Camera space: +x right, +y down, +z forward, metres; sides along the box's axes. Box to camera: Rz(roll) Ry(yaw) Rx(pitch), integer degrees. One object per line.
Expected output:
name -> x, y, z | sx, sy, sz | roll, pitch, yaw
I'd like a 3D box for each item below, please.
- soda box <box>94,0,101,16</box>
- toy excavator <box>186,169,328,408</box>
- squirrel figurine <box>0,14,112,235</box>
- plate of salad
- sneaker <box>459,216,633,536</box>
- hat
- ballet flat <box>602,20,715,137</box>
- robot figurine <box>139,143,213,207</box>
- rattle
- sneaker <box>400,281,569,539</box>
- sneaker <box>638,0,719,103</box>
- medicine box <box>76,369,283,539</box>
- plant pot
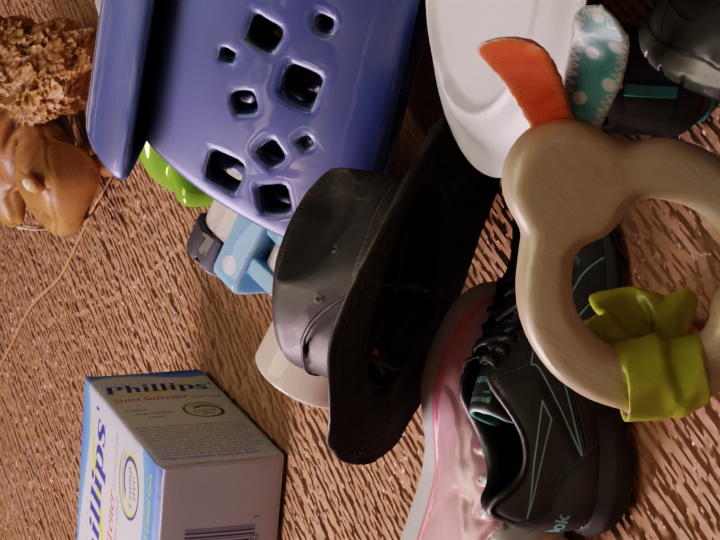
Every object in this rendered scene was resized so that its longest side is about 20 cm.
soda box -> -0.165, -0.190, 1.869 | 0.068, 0.063, 0.201 | 114, 147, -47
toy excavator -> -0.025, -0.001, 1.427 | 0.200, 0.194, 0.100 | 43, 118, 30
squirrel figurine -> -0.296, -0.130, 2.108 | 0.187, 0.141, 0.201 | 44, 134, 51
plate of salad -> 0.078, -0.146, 1.147 | 0.200, 0.048, 0.202 | -179, 90, -70
sneaker -> 0.095, 0.041, 1.237 | 0.075, 0.079, 0.201 | 151, 117, -65
hat -> 0.000, 0.000, 1.270 | 0.080, 0.200, 0.202 | 20, 117, 21
ballet flat -> 0.108, -0.104, 1.207 | 0.200, 0.068, 0.069 | -169, 76, -67
robot figurine -> -0.119, -0.135, 1.692 | 0.201, 0.115, 0.176 | -114, 23, -43
rattle -> 0.113, -0.037, 1.101 | 0.200, 0.130, 0.143 | 53, -161, -11
sneaker -> 0.082, 0.114, 1.291 | 0.104, 0.075, 0.202 | 29, 113, 50
sneaker -> 0.196, -0.100, 1.014 | 0.200, 0.073, 0.082 | 30, 103, 58
medicine box -> -0.144, 0.195, 1.797 | 0.200, 0.102, 0.183 | -144, 55, -61
plant pot -> -0.053, -0.152, 1.361 | 0.200, 0.179, 0.201 | -74, -4, -58
